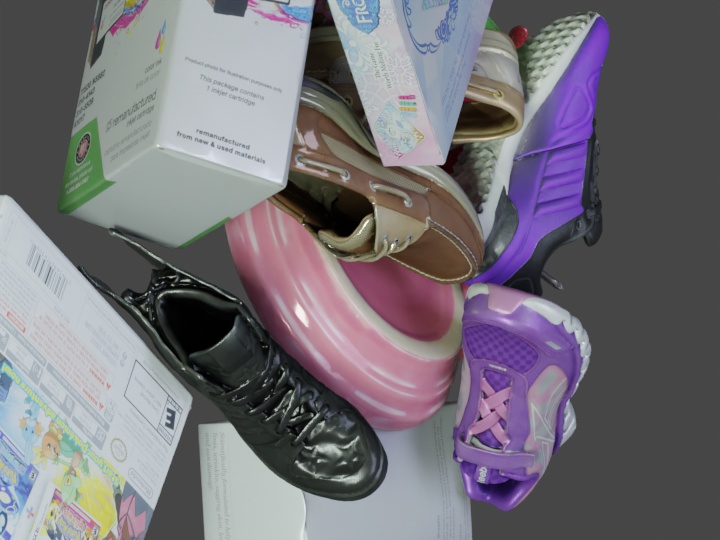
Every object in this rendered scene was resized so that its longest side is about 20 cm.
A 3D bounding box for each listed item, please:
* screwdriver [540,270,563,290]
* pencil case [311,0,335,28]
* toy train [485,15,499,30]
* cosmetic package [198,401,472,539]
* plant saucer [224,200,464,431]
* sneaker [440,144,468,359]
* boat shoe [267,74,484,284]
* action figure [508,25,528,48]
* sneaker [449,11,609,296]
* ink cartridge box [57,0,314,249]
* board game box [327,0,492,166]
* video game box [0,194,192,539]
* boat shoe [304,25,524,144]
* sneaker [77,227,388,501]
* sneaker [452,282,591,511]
[{"bbox_3d":[0.048,-0.045,1.783,0.200,0.029,0.028,41,25,-2],"label":"screwdriver"},{"bbox_3d":[-0.007,-0.191,1.761,0.200,0.082,0.087,-5,97,-57],"label":"pencil case"},{"bbox_3d":[0.034,-0.176,1.717,0.200,0.041,0.057,44,48,-52],"label":"toy train"},{"bbox_3d":[-0.012,0.141,1.721,0.200,0.081,0.114,2,85,-56],"label":"cosmetic package"},{"bbox_3d":[0.000,0.000,1.710,0.200,0.051,0.201,37,35,-32],"label":"plant saucer"},{"bbox_3d":[0.057,-0.028,1.834,0.115,0.200,0.078,36,6,-7],"label":"sneaker"},{"bbox_3d":[-0.002,-0.037,1.625,0.200,0.075,0.072,34,48,-35],"label":"boat shoe"},{"bbox_3d":[0.100,-0.107,1.911,0.200,0.065,0.099,-60,179,-39],"label":"action figure"},{"bbox_3d":[0.120,-0.066,1.764,0.099,0.069,0.201,35,73,-23],"label":"sneaker"},{"bbox_3d":[-0.092,-0.131,1.549,0.084,0.145,0.201,17,69,-24],"label":"ink cartridge box"},{"bbox_3d":[0.028,-0.200,1.587,0.200,0.043,0.201,69,28,-42],"label":"board game box"},{"bbox_3d":[-0.180,0.092,1.492,0.200,0.047,0.183,51,43,-42],"label":"video game box"},{"bbox_3d":[0.008,-0.104,1.690,0.074,0.199,0.069,101,-22,-53],"label":"boat shoe"},{"bbox_3d":[-0.071,0.056,1.578,0.060,0.200,0.104,-49,167,-6],"label":"sneaker"},{"bbox_3d":[0.091,0.084,1.712,0.089,0.080,0.201,-60,162,-27],"label":"sneaker"}]
